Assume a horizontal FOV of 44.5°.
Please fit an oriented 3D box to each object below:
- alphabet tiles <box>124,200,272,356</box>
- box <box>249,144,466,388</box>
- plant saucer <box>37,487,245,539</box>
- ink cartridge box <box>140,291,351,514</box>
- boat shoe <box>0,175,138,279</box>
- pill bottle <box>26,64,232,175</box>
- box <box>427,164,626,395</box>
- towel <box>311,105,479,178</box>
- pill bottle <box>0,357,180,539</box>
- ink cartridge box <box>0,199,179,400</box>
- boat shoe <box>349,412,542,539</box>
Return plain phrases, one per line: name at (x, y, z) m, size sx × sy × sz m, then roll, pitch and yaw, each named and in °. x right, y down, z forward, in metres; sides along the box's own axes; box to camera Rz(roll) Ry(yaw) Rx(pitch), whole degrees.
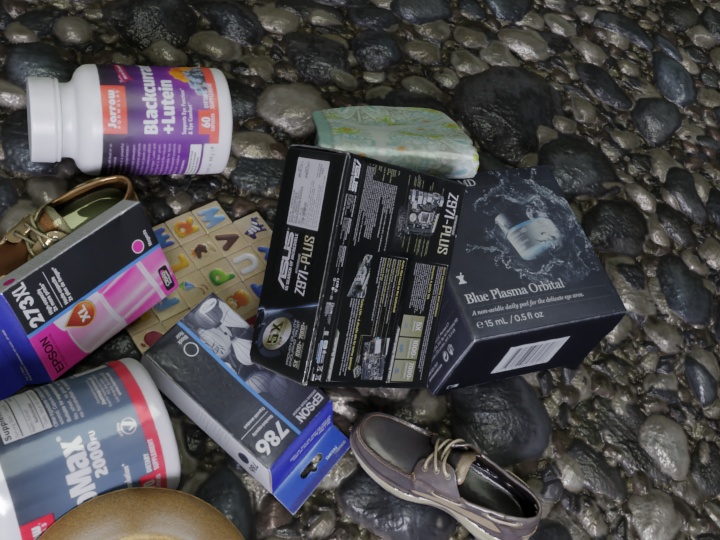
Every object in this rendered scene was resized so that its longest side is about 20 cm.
alphabet tiles at (-0.157, 0.013, 0.898) m, size 0.198 × 0.006 × 0.167 m, roll -28°, pitch 71°, yaw -33°
box at (0.000, 0.000, 0.817) m, size 0.162 × 0.085 × 0.204 m, roll 7°, pitch 95°, yaw -44°
plant saucer at (-0.161, 0.265, 0.646) m, size 0.197 × 0.035 × 0.204 m, roll 2°, pitch 85°, yaw -21°
ink cartridge box at (-0.101, 0.120, 0.820) m, size 0.199 × 0.039 × 0.099 m, roll 41°, pitch 52°, yaw 5°
boat shoe at (-0.293, -0.031, 0.829) m, size 0.075 × 0.074 × 0.200 m, roll 41°, pitch 56°, yaw 11°
pill bottle at (-0.240, -0.156, 0.915) m, size 0.197 × 0.112 × 0.113 m, roll -4°, pitch 58°, yaw -23°
box at (0.143, 0.005, 0.949) m, size 0.194 × 0.118 × 0.202 m, roll -8°, pitch 59°, yaw -25°
towel at (0.031, -0.146, 0.976) m, size 0.168 × 0.049 × 0.200 m, roll 0°, pitch 21°, yaw -4°
pill bottle at (-0.253, 0.156, 0.690) m, size 0.198 × 0.120 × 0.121 m, roll -19°, pitch 65°, yaw -30°
ink cartridge box at (-0.261, 0.027, 0.791) m, size 0.037 × 0.096 × 0.199 m, roll 10°, pitch 40°, yaw 46°
boat shoe at (0.085, 0.185, 0.829) m, size 0.198 × 0.074 × 0.075 m, roll 28°, pitch 51°, yaw -1°
